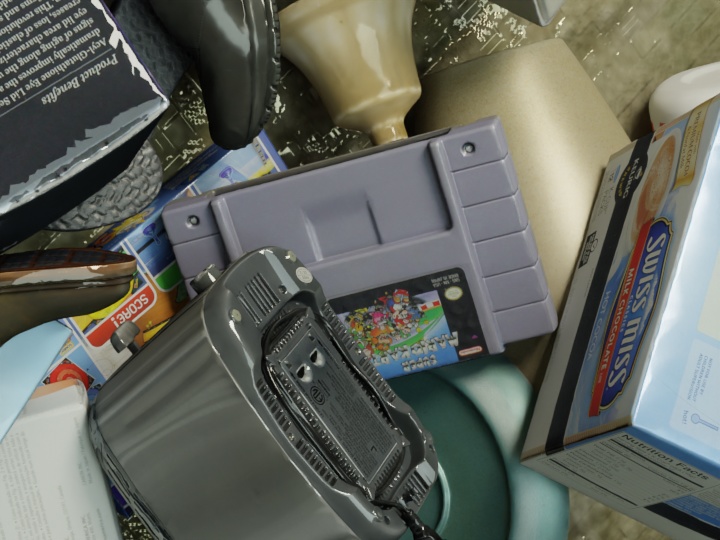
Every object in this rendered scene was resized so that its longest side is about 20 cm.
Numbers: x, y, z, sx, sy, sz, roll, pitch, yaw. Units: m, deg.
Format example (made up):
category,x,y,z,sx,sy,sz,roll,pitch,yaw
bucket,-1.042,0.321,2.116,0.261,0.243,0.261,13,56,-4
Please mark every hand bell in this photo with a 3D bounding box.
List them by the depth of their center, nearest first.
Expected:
category,x,y,z,sx,sy,sz,roll,pitch,yaw
hand bell,0.023,-0.062,1.131,0.104,0.104,0.201,-18,83,-27

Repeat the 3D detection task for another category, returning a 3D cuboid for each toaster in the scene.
category,x,y,z,sx,sy,sz,roll,pitch,yaw
toaster,-0.051,0.096,1.061,0.200,0.129,0.114,53,31,-8

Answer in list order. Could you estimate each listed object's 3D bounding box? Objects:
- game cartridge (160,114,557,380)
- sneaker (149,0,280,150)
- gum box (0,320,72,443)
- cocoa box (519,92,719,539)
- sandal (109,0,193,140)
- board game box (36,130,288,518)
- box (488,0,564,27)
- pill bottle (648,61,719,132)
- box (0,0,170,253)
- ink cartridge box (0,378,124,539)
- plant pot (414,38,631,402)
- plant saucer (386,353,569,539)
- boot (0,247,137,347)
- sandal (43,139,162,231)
category,x,y,z,sx,sy,sz,roll,pitch,yaw
game cartridge,0.000,0.000,1.093,0.198,0.038,0.131,-14,102,14
sneaker,-0.091,-0.162,1.063,0.090,0.076,0.202,-8,110,-10
gum box,-0.273,0.069,1.006,0.169,0.045,0.201,33,82,-8
cocoa box,0.193,0.030,1.052,0.133,0.131,0.201,25,68,-14
sandal,-0.114,-0.145,1.122,0.076,0.043,0.201,39,85,-21
board game box,-0.103,0.028,1.145,0.200,0.034,0.136,-40,113,-20
box,0.050,-0.249,1.097,0.128,0.199,0.109,-54,153,-15
pill bottle,0.264,-0.037,1.309,0.112,0.112,0.202,-21,106,-27
box,-0.199,-0.120,0.973,0.104,0.148,0.201,-34,92,-17
ink cartridge box,-0.230,0.164,1.081,0.198,0.050,0.163,-13,108,-6
plant pot,0.107,-0.032,1.193,0.186,0.187,0.202,-16,91,-28
plant saucer,0.031,0.130,1.143,0.027,0.199,0.202,-6,99,-52
boot,-0.202,0.048,0.969,0.198,0.075,0.098,-10,99,-2
sandal,-0.209,-0.054,1.068,0.198,0.045,0.076,-5,90,-11
